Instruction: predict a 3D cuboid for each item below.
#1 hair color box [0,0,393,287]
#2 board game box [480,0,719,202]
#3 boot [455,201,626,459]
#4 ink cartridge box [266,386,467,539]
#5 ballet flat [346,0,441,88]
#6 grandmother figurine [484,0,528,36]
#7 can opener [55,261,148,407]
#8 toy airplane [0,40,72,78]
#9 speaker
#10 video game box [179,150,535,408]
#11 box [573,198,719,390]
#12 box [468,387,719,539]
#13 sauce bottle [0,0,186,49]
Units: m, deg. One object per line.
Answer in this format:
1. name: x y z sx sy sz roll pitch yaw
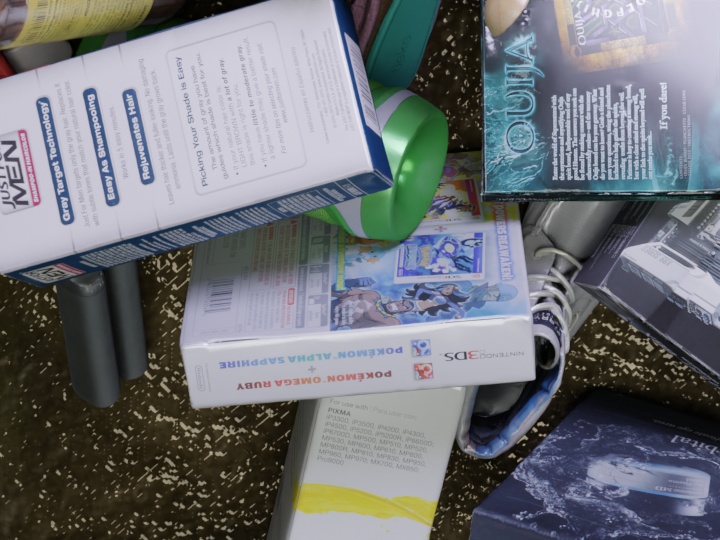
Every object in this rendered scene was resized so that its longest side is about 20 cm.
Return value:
1. hair color box: -0.092 -0.067 1.129 0.199 0.061 0.101 -15 81 9
2. board game box: 0.130 -0.138 1.194 0.134 0.028 0.201 0 83 4
3. boot: 0.112 0.017 1.269 0.073 0.096 0.201 23 110 -8
4. ink cartridge box: 0.000 0.116 1.284 0.083 0.145 0.201 11 112 -4
5. ballet flat: 0.026 -0.176 1.182 0.069 0.071 0.200 -17 151 -35
6. grandmother figurine: 0.013 -0.203 1.015 0.200 0.061 0.121 36 100 -15
7. can opener: -0.158 -0.005 1.257 0.066 0.053 0.201 26 144 28
8. toy airplane: -0.239 -0.139 1.187 0.198 0.141 0.201 3 103 -14
9. speaker: -0.056 -0.082 1.206 0.199 0.088 0.089 20 113 20
10. video game box: 0.000 0.000 1.210 0.181 0.200 0.047 -7 118 4
11. box: 0.239 -0.030 1.236 0.157 0.050 0.201 36 85 -13
12. box: 0.180 0.174 1.242 0.196 0.200 0.118 16 114 21
13. sauce bottle: -0.134 -0.154 1.162 0.064 0.199 0.065 10 106 40
